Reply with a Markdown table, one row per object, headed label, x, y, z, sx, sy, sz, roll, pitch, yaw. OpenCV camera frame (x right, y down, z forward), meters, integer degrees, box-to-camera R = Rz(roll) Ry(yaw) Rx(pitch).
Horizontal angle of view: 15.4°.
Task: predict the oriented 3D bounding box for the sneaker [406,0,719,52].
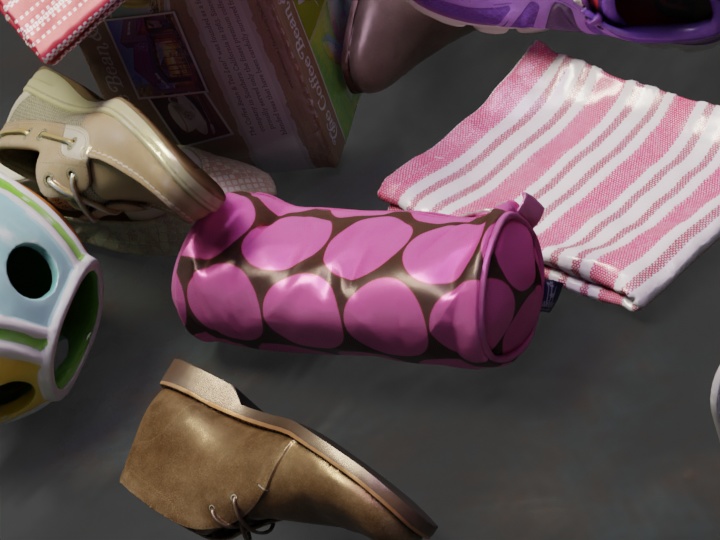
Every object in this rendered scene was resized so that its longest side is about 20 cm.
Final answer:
| label | x | y | z | sx | sy | sz | roll | pitch | yaw |
| --- | --- | --- | --- | --- | --- | --- | --- | --- | --- |
| sneaker | 0.119 | -0.168 | 1.496 | 0.199 | 0.081 | 0.083 | 7 | 7 | 5 |

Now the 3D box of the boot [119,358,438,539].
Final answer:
| label | x | y | z | sx | sy | sz | roll | pitch | yaw |
| --- | --- | --- | --- | --- | --- | --- | --- | --- | --- |
| boot | -0.043 | 0.111 | 1.317 | 0.200 | 0.074 | 0.076 | 20 | 72 | 46 |

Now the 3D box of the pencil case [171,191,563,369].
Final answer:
| label | x | y | z | sx | sy | sz | roll | pitch | yaw |
| --- | --- | --- | --- | --- | --- | --- | --- | --- | --- |
| pencil case | 0.000 | 0.000 | 1.403 | 0.199 | 0.091 | 0.094 | 5 | 75 | 29 |

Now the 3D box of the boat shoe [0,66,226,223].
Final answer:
| label | x | y | z | sx | sy | sz | roll | pitch | yaw |
| --- | --- | --- | --- | --- | --- | --- | --- | --- | --- |
| boat shoe | -0.141 | -0.056 | 1.448 | 0.065 | 0.072 | 0.200 | -50 | 36 | -8 |

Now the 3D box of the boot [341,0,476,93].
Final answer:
| label | x | y | z | sx | sy | sz | roll | pitch | yaw |
| --- | --- | --- | --- | --- | --- | --- | --- | --- | --- |
| boot | 0.086 | -0.174 | 1.586 | 0.146 | 0.070 | 0.200 | 3 | 44 | 24 |

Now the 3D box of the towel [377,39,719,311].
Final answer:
| label | x | y | z | sx | sy | sz | roll | pitch | yaw |
| --- | --- | --- | --- | --- | --- | --- | --- | --- | --- |
| towel | 0.123 | -0.055 | 1.455 | 0.200 | 0.030 | 0.146 | 23 | 56 | 42 |

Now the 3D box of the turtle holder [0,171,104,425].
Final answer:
| label | x | y | z | sx | sy | sz | roll | pitch | yaw |
| --- | --- | --- | --- | --- | --- | --- | --- | --- | --- |
| turtle holder | -0.219 | 0.027 | 1.430 | 0.131 | 0.141 | 0.186 | 15 | 34 | 10 |

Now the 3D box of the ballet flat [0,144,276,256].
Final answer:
| label | x | y | z | sx | sy | sz | roll | pitch | yaw |
| --- | --- | --- | --- | --- | --- | --- | --- | --- | --- |
| ballet flat | -0.146 | -0.046 | 1.540 | 0.199 | 0.062 | 0.068 | 0 | 60 | 27 |

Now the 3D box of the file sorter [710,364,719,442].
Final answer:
| label | x | y | z | sx | sy | sz | roll | pitch | yaw |
| --- | --- | --- | --- | --- | --- | --- | --- | --- | --- |
| file sorter | 0.271 | 0.082 | 1.144 | 0.200 | 0.125 | 0.139 | 24 | 57 | 42 |

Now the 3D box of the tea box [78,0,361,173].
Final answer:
| label | x | y | z | sx | sy | sz | roll | pitch | yaw |
| --- | --- | --- | --- | --- | --- | --- | --- | --- | --- |
| tea box | -0.081 | -0.189 | 1.573 | 0.133 | 0.200 | 0.197 | -5 | 42 | 21 |

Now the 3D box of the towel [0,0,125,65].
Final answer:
| label | x | y | z | sx | sy | sz | roll | pitch | yaw |
| --- | --- | --- | --- | --- | --- | --- | --- | --- | --- |
| towel | -0.166 | -0.218 | 1.457 | 0.145 | 0.022 | 0.200 | -42 | 58 | 4 |
